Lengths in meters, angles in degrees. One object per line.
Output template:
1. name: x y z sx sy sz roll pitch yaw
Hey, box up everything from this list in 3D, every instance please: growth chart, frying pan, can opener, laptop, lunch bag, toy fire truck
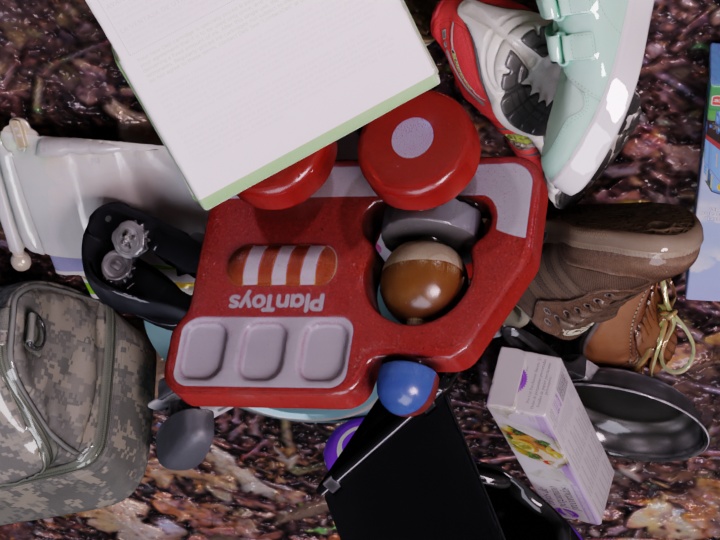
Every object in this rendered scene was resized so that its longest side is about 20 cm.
1. growth chart: -0.139 -0.030 1.356 0.199 0.018 0.145 9 130 15
2. frying pan: 0.134 0.075 1.381 0.189 0.031 0.115 28 153 -25
3. can opener: -0.070 0.078 1.393 0.053 0.067 0.200 11 157 -31
4. laptop: 0.063 0.113 1.284 0.116 0.200 0.187 38 148 -4
5. can opener: -0.082 0.018 1.305 0.199 0.064 0.079 24 178 24
6. lunch bag: -0.258 0.080 1.472 0.199 0.140 0.168 -11 148 26
7. toy fire truck: 0.000 0.000 1.213 0.199 0.169 0.112 1 156 20

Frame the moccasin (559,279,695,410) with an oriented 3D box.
1. moccasin: 0.169 0.036 1.398 0.077 0.074 0.202 4 144 2

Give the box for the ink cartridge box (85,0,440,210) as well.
1. ink cartridge box: -0.063 -0.146 1.124 0.145 0.048 0.201 -28 122 1

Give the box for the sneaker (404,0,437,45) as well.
1. sneaker: -0.062 -0.136 1.213 0.199 0.067 0.090 17 138 -17

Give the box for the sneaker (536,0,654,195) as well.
1. sneaker: 0.088 -0.144 1.110 0.117 0.074 0.202 11 101 -3

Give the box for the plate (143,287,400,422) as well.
1. plate: -0.044 0.052 1.436 0.199 0.026 0.201 7 144 5

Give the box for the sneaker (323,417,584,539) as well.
1. sneaker: 0.062 0.143 1.429 0.199 0.070 0.100 28 167 19

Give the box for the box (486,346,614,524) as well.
1. box: 0.120 0.105 1.377 0.038 0.042 0.200 11 160 21

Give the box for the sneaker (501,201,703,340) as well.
1. sneaker: 0.135 0.002 1.288 0.070 0.076 0.200 -13 -171 -25

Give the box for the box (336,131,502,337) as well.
1. box: -0.025 -0.009 1.404 0.155 0.041 0.200 -16 138 30

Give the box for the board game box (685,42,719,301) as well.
1. board game box: 0.271 -0.050 1.294 0.150 0.037 0.201 3 144 6

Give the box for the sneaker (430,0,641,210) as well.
1. sneaker: 0.095 -0.103 1.237 0.085 0.077 0.200 39 175 30
